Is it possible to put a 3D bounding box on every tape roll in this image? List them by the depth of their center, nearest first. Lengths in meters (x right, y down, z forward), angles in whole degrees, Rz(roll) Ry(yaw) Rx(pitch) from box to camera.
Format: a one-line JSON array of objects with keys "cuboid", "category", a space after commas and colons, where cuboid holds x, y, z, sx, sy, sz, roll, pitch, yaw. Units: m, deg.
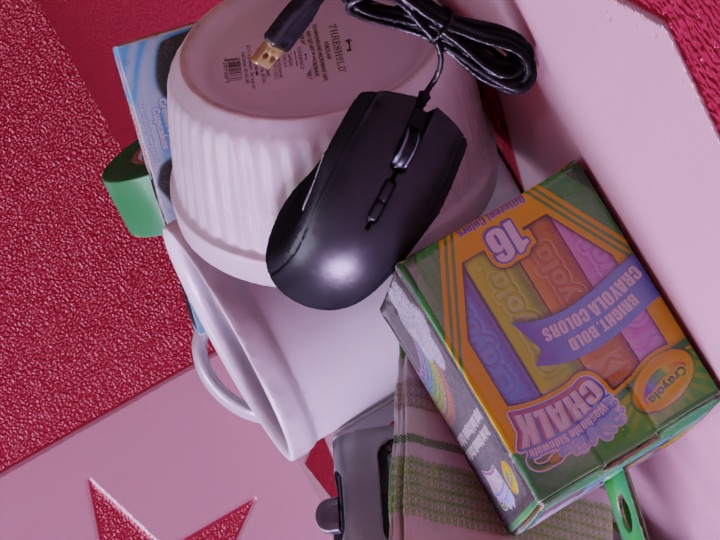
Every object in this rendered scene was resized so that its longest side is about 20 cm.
[{"cuboid": [-0.090, -0.094, 1.698, 0.048, 0.199, 0.200, 63, 171, -15], "category": "tape roll"}]

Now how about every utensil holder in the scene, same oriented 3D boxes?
[{"cuboid": [0.000, 0.000, 1.492, 0.171, 0.199, 0.170, 59, 170, 17], "category": "utensil holder"}]

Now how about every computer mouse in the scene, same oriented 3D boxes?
[{"cuboid": [-0.008, -0.067, 1.257, 0.140, 0.200, 0.046, 30, -158, -19], "category": "computer mouse"}]

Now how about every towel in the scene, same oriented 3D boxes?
[{"cuboid": [0.082, 0.122, 1.376, 0.031, 0.148, 0.201, -41, 39, 51], "category": "towel"}]

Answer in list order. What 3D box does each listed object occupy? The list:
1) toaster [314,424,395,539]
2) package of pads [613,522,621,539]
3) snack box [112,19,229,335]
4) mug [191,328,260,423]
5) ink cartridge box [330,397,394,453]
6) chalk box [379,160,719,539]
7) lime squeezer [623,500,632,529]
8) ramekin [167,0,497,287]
[{"cuboid": [0.076, 0.194, 1.463, 0.119, 0.198, 0.182, 70, -166, -63], "category": "toaster"}, {"cuboid": [0.210, 0.271, 1.571, 0.155, 0.068, 0.200, 64, 170, -25], "category": "package of pads"}, {"cuboid": [-0.083, -0.070, 1.572, 0.037, 0.115, 0.202, -157, 50, -78], "category": "snack box"}, {"cuboid": [-0.043, 0.029, 1.813, 0.175, 0.200, 0.148, 43, 165, 6], "category": "mug"}, {"cuboid": [0.086, 0.174, 1.709, 0.201, 0.144, 0.084, 60, 173, 7], "category": "ink cartridge box"}, {"cuboid": [0.115, 0.065, 1.305, 0.201, 0.123, 0.124, 59, 170, 9], "category": "chalk box"}, {"cuboid": [0.125, 0.097, 1.609, 0.200, 0.038, 0.071, 54, 169, 34], "category": "lime squeezer"}, {"cuboid": [-0.021, -0.091, 1.375, 0.200, 0.199, 0.106, 51, 158, 48], "category": "ramekin"}]
